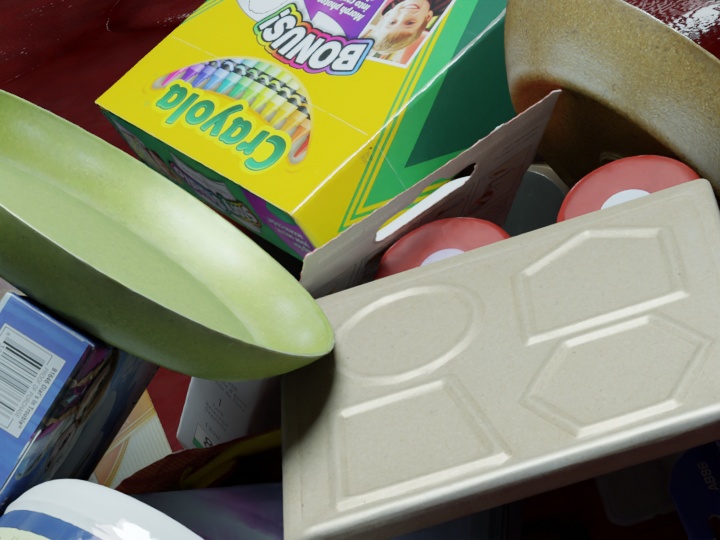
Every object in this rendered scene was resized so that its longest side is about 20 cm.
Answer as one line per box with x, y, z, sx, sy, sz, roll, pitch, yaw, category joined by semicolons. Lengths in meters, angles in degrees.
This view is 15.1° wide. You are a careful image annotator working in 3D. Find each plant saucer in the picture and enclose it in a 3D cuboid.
0.135;-0.050;1.233;0.035;0.200;0.200;-50;33;-13;plant saucer
-0.102;-0.012;1.055;0.031;0.200;0.200;-58;23;11;plant saucer

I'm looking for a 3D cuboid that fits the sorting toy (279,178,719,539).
0.059;0.040;1.042;0.185;0.036;0.200;-17;25;8;sorting toy

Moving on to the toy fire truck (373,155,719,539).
0.096;0.058;1.143;0.200;0.112;0.168;-19;43;4;toy fire truck

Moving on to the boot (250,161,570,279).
0.036;-0.028;1.416;0.200;0.074;0.075;1;13;30;boot

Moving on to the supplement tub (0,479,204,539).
-0.117;0.188;0.941;0.145;0.145;0.200;10;53;48;supplement tub

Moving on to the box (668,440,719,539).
0.220;0.066;1.039;0.200;0.041;0.119;-20;53;-3;box

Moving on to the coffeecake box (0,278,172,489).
-0.189;0.047;1.249;0.073;0.200;0.154;8;37;46;coffeecake box

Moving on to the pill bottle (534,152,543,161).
0.019;-0.091;1.493;0.200;0.104;0.104;-3;29;34;pill bottle

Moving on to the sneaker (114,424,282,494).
-0.065;0.101;1.144;0.200;0.073;0.077;-27;-18;35;sneaker

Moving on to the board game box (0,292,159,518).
-0.156;0.104;1.075;0.200;0.043;0.199;-58;-3;1;board game box

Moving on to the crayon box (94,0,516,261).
-0.015;-0.098;1.387;0.173;0.058;0.200;-43;37;-14;crayon box

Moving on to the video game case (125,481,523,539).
-0.035;0.150;1.043;0.200;0.019;0.143;-7;64;27;video game case

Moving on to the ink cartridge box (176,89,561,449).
0.000;0.000;1.236;0.161;0.200;0.050;-35;68;-30;ink cartridge box

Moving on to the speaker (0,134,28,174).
-0.203;0.034;1.116;0.088;0.088;0.200;2;63;39;speaker
